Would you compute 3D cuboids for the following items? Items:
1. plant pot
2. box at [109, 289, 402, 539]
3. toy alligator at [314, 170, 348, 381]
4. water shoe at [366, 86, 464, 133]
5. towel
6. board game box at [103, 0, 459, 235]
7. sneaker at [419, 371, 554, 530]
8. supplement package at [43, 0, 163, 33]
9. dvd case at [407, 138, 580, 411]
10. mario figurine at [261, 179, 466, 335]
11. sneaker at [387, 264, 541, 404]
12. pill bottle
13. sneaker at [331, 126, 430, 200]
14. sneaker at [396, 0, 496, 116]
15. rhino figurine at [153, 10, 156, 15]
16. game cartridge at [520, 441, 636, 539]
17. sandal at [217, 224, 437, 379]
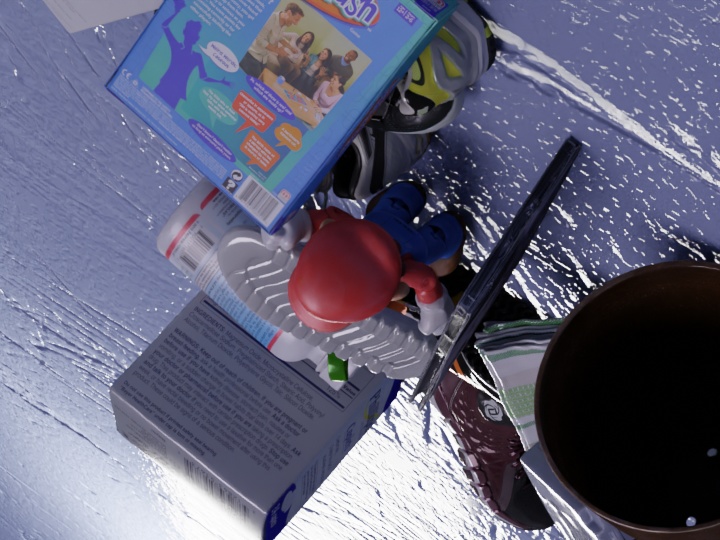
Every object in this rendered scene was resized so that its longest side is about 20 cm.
[{"bbox_3d":[0.232,0.118,1.510,0.187,0.187,0.200,31,169,28],"label":"plant pot"},{"bbox_3d":[-0.090,0.108,1.968,0.184,0.200,0.105,37,159,15],"label":"box"},{"bbox_3d":[-0.021,-0.008,1.731,0.059,0.054,0.201,0,119,10],"label":"toy alligator"},{"bbox_3d":[-0.028,-0.139,1.509,0.199,0.079,0.072,23,113,2],"label":"water shoe"},{"bbox_3d":[0.181,0.106,1.642,0.149,0.031,0.200,-5,137,21],"label":"towel"},{"bbox_3d":[-0.054,-0.145,1.430,0.152,0.045,0.200,42,122,3],"label":"board game box"},{"bbox_3d":[0.134,0.143,1.824,0.115,0.076,0.200,3,135,54],"label":"sneaker"},{"bbox_3d":[-0.161,-0.252,1.555,0.110,0.114,0.200,52,156,-19],"label":"supplement package"},{"bbox_3d":[0.092,0.007,1.548,0.016,0.149,0.200,32,157,5],"label":"dvd case"},{"bbox_3d":[0.000,0.000,1.618,0.123,0.200,0.106,4,106,23],"label":"mario figurine"},{"bbox_3d":[0.089,0.054,1.752,0.200,0.070,0.090,39,162,26],"label":"sneaker"},{"bbox_3d":[-0.066,0.005,1.866,0.200,0.109,0.109,42,158,3],"label":"pill bottle"},{"bbox_3d":[-0.032,-0.137,1.581,0.200,0.088,0.076,52,158,-17],"label":"sneaker"},{"bbox_3d":[-0.003,-0.186,1.456,0.200,0.076,0.075,42,160,6],"label":"sneaker"},{"bbox_3d":[-0.090,-0.150,1.687,0.087,0.060,0.200,-16,120,43],"label":"rhino figurine"},{"bbox_3d":[0.193,0.217,1.656,0.200,0.041,0.133,58,168,-30],"label":"game cartridge"},{"bbox_3d":[-0.026,0.019,1.691,0.202,0.050,0.082,35,133,-26],"label":"sandal"}]
